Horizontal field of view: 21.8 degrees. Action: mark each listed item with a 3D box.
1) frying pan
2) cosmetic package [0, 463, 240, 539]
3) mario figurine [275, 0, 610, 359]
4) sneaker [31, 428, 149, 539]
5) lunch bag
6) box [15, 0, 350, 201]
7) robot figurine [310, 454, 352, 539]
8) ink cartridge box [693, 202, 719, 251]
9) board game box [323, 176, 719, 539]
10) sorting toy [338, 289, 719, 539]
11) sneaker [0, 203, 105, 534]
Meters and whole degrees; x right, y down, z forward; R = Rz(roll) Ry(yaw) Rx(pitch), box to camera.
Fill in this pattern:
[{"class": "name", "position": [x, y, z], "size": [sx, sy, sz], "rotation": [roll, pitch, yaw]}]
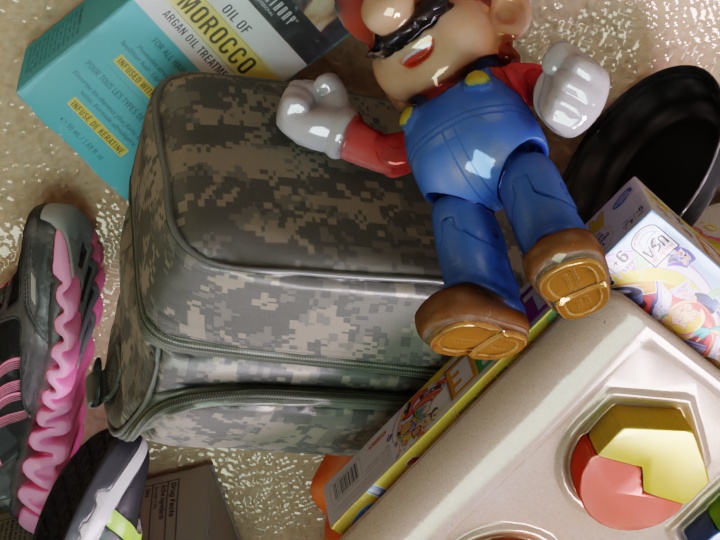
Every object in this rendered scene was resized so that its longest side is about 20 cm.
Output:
[{"class": "frying pan", "position": [0.132, -0.017, 0.887], "size": [0.031, 0.191, 0.115], "rotation": [31, 139, -27]}, {"class": "cosmetic package", "position": [-0.166, 0.192, 1.051], "size": [0.199, 0.104, 0.088], "rotation": [-13, 122, 7]}, {"class": "mario figurine", "position": [0.031, -0.068, 0.786], "size": [0.123, 0.201, 0.106], "rotation": [-12, 148, -9]}, {"class": "sneaker", "position": [-0.133, 0.179, 0.963], "size": [0.082, 0.072, 0.201], "rotation": [18, 93, -20]}, {"class": "lunch bag", "position": [-0.020, 0.017, 0.890], "size": [0.199, 0.140, 0.168], "rotation": [5, 135, -18]}, {"class": "box", "position": [-0.062, -0.125, 0.888], "size": [0.200, 0.049, 0.082], "rotation": [-36, 118, 18]}, {"class": "robot figurine", "position": [0.058, 0.155, 1.034], "size": [0.144, 0.117, 0.200], "rotation": [-35, 118, 15]}, {"class": "ink cartridge box", "position": [0.203, 0.059, 0.946], "size": [0.199, 0.146, 0.145], "rotation": [-18, 123, -3]}, {"class": "board game box", "position": [0.099, 0.073, 0.829], "size": [0.134, 0.034, 0.200], "rotation": [37, 107, -22]}, {"class": "sorting toy", "position": [0.115, 0.127, 0.818], "size": [0.200, 0.037, 0.185], "rotation": [37, 107, -22]}, {"class": "sneaker", "position": [-0.189, 0.050, 0.984], "size": [0.095, 0.079, 0.201], "rotation": [14, 120, 1]}]
